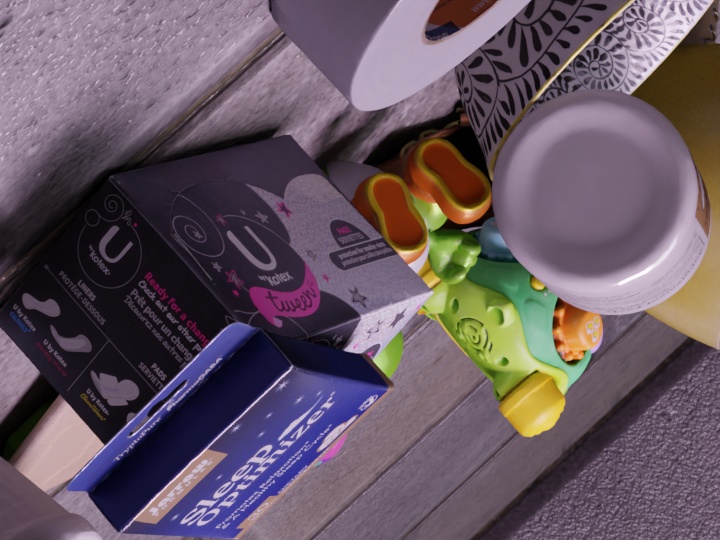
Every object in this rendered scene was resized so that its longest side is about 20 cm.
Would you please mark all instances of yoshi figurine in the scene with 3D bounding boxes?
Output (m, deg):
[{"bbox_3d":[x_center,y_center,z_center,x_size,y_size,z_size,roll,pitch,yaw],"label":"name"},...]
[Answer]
[{"bbox_3d":[0.012,0.010,1.810,0.200,0.112,0.112,132,-28,-56],"label":"yoshi figurine"}]

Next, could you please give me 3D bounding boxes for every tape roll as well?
[{"bbox_3d":[0.048,-0.174,1.492,0.200,0.066,0.200,-40,168,-11],"label":"tape roll"}]

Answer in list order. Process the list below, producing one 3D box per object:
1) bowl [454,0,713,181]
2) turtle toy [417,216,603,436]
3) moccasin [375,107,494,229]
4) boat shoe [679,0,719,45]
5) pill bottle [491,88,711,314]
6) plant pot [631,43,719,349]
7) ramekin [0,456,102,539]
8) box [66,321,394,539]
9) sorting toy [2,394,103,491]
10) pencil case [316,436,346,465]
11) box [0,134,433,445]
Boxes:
[{"bbox_3d":[0.119,-0.153,1.723,0.201,0.094,0.201,-40,168,-10],"label":"bowl"},{"bbox_3d":[0.102,0.026,1.936,0.101,0.146,0.200,-40,174,1],"label":"turtle toy"},{"bbox_3d":[0.074,-0.072,1.931,0.201,0.074,0.078,-13,158,-50],"label":"moccasin"},{"bbox_3d":[0.210,-0.166,2.029,0.200,0.072,0.076,-41,168,-9],"label":"boat shoe"},{"bbox_3d":[0.144,-0.033,1.716,0.114,0.114,0.200,-44,168,3],"label":"pill bottle"},{"bbox_3d":[0.195,-0.065,1.925,0.200,0.142,0.200,18,90,-80],"label":"plant pot"},{"bbox_3d":[-0.250,0.184,1.661,0.202,0.094,0.202,-40,165,-13],"label":"ramekin"},{"bbox_3d":[-0.063,0.084,1.486,0.121,0.032,0.200,-44,162,9],"label":"box"},{"bbox_3d":[-0.144,0.067,1.784,0.200,0.036,0.185,-45,169,31],"label":"sorting toy"},{"bbox_3d":[-0.080,0.109,2.017,0.088,0.088,0.200,-48,165,20],"label":"pencil case"},{"bbox_3d":[-0.073,0.018,1.591,0.115,0.132,0.200,-49,165,26],"label":"box"}]
